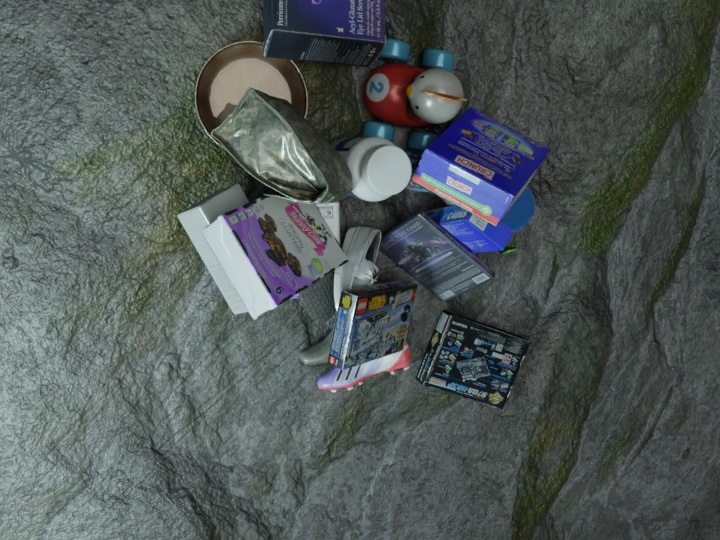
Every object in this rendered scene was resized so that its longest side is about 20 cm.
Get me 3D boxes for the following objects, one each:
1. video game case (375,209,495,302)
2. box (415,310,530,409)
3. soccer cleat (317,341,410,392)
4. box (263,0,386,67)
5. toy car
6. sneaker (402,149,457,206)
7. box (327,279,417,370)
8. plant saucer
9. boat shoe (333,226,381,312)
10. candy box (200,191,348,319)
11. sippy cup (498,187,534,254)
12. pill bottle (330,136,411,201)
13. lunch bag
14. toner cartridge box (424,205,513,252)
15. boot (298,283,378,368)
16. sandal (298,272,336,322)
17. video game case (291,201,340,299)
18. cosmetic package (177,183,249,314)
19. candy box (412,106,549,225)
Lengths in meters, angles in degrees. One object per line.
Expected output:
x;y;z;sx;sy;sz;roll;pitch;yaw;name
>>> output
0.141;-0.023;1.314;0.200;0.143;0.019;39;50;-18;video game case
0.236;0.188;1.419;0.200;0.046;0.159;19;96;-17;box
0.005;0.183;1.352;0.200;0.067;0.077;-15;95;-13;soccer cleat
-0.065;-0.446;1.168;0.200;0.104;0.148;0;83;-16;box
0.108;-0.313;1.207;0.177;0.200;0.185;8;98;-16;toy car
0.137;-0.182;1.262;0.200;0.096;0.079;27;86;18;sneaker
0.025;0.094;1.238;0.200;0.040;0.137;-7;113;-54;box
-0.195;-0.305;1.216;0.200;0.037;0.201;-3;101;-14;plant saucer
0.000;0.000;1.256;0.068;0.200;0.072;-2;135;19;boat shoe
-0.137;-0.040;1.135;0.200;0.072;0.168;-34;94;-48;candy box
0.268;-0.129;1.321;0.178;0.130;0.140;39;89;-18;sippy cup
0.010;-0.180;1.201;0.111;0.200;0.111;-4;101;-23;pill bottle
-0.108;-0.174;1.069;0.200;0.164;0.118;45;105;4;lunch bag
0.189;-0.077;1.273;0.095;0.200;0.043;37;76;-18;toner cartridge box
-0.037;0.099;1.308;0.200;0.068;0.131;-20;120;-18;boot
-0.092;-0.004;1.254;0.075;0.048;0.201;-19;92;-9;sandal
-0.138;-0.038;1.278;0.200;0.045;0.181;-3;100;-14;video game case
-0.216;-0.036;1.176;0.101;0.071;0.200;-42;112;-45;cosmetic package
0.213;-0.186;1.185;0.169;0.200;0.077;32;133;12;candy box
